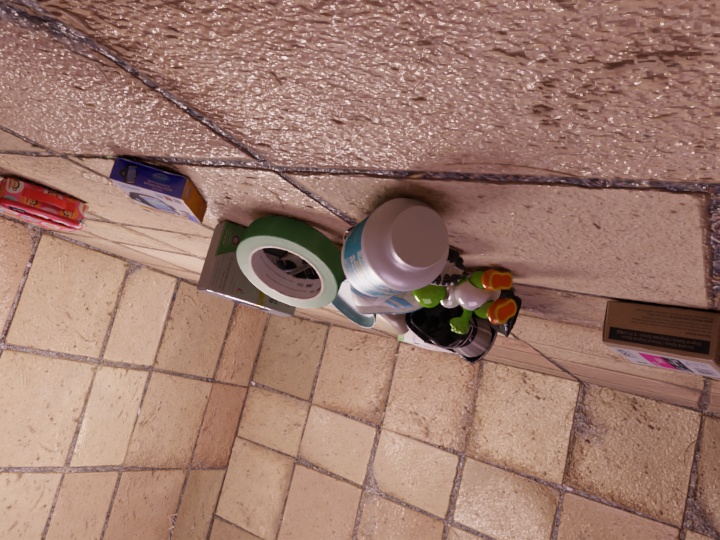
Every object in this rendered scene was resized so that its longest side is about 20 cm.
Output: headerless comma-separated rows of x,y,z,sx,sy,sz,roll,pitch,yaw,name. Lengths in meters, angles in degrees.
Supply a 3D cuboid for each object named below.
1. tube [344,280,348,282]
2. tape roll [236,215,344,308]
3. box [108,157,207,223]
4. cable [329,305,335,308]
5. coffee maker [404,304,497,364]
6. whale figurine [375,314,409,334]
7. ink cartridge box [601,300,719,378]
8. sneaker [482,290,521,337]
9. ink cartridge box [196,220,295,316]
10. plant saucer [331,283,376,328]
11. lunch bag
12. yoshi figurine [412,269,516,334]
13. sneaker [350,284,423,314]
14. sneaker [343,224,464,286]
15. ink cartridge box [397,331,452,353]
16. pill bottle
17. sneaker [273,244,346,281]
0.000,0.000,1.139,0.077,0.051,0.198,-34,-158,-34,tube
-0.126,-0.011,1.050,0.196,0.049,0.202,14,143,11,tape roll
-0.332,-0.131,0.966,0.117,0.042,0.200,16,173,-2,box
-0.011,0.083,1.610,0.197,0.071,0.199,18,170,-18,cable
0.178,0.110,1.257,0.189,0.137,0.199,10,169,32,coffee maker
0.053,0.059,1.358,0.200,0.104,0.158,46,160,-21,whale figurine
0.508,0.116,0.944,0.163,0.077,0.198,5,167,43,ink cartridge box
0.259,0.070,1.136,0.090,0.077,0.200,21,167,28,sneaker
-0.222,0.000,1.222,0.197,0.148,0.087,21,168,-28,ink cartridge box
-0.034,0.048,1.321,0.199,0.027,0.201,39,156,20,plant saucer
-0.768,-0.159,1.406,0.174,0.084,0.198,0,164,45,lunch bag
0.162,0.040,0.999,0.112,0.114,0.199,38,163,-28,yoshi figurine
0.068,0.034,1.158,0.196,0.082,0.077,-9,-156,23,sneaker
0.061,-0.015,0.905,0.196,0.079,0.085,17,176,-11,sneaker
0.238,0.218,1.954,0.143,0.086,0.199,19,170,-23,ink cartridge box
0.044,-0.027,0.739,0.109,0.113,0.200,16,171,-10,pill bottle
-0.081,-0.020,1.152,0.197,0.080,0.090,-4,-161,32,sneaker
